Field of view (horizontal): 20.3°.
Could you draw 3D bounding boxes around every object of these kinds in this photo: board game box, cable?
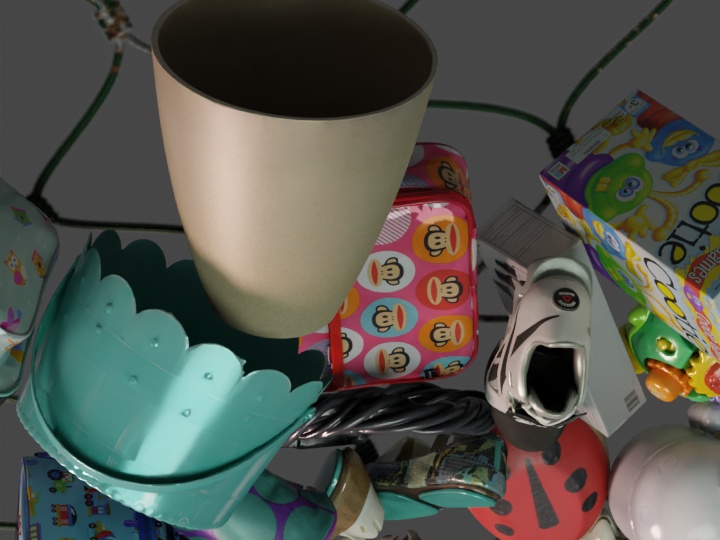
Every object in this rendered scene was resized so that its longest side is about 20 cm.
[{"bbox_3d":[0.238,-0.027,1.440,0.105,0.200,0.103,-40,133,-8],"label":"board game box"},{"bbox_3d":[0.013,0.110,1.583,0.198,0.051,0.163,-3,174,-3],"label":"cable"}]

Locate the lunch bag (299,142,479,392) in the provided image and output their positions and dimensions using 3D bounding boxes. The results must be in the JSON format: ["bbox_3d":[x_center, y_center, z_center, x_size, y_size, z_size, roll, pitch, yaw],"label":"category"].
[{"bbox_3d":[0.000,0.000,1.519,0.174,0.082,0.201,-6,134,-1],"label":"lunch bag"}]

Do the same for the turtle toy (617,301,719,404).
[{"bbox_3d":[0.304,0.056,1.616,0.198,0.102,0.146,9,130,-20],"label":"turtle toy"}]

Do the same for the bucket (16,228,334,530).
[{"bbox_3d":[-0.138,0.079,1.428,0.206,0.207,0.135,24,101,-30],"label":"bucket"}]

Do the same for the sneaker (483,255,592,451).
[{"bbox_3d":[0.133,0.088,1.501,0.073,0.089,0.201,2,139,-1],"label":"sneaker"}]

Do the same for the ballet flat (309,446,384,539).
[{"bbox_3d":[-0.024,0.209,1.683,0.072,0.068,0.200,25,141,-11],"label":"ballet flat"}]

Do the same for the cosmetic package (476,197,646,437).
[{"bbox_3d":[0.156,0.040,1.576,0.051,0.082,0.201,-40,134,-13],"label":"cosmetic package"}]

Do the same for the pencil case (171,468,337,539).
[{"bbox_3d":[-0.118,0.163,1.577,0.199,0.093,0.085,37,143,-7],"label":"pencil case"}]

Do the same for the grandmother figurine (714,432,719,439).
[{"bbox_3d":[0.366,0.195,1.689,0.060,0.201,0.122,-12,137,-15],"label":"grandmother figurine"}]

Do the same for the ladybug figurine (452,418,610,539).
[{"bbox_3d":[0.149,0.177,1.717,0.135,0.072,0.201,-20,133,8],"label":"ladybug figurine"}]

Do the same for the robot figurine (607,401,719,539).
[{"bbox_3d":[0.271,0.190,1.673,0.112,0.200,0.171,10,93,-4],"label":"robot figurine"}]

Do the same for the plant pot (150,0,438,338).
[{"bbox_3d":[-0.051,-0.061,1.348,0.185,0.188,0.201,-1,124,-11],"label":"plant pot"}]

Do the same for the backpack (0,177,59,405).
[{"bbox_3d":[-0.314,0.001,1.380,0.199,0.176,0.153,32,123,-17],"label":"backpack"}]

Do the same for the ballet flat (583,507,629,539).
[{"bbox_3d":[0.245,0.237,1.810,0.199,0.072,0.072,-21,134,8],"label":"ballet flat"}]

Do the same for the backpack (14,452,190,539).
[{"bbox_3d":[-0.180,0.240,1.626,0.198,0.183,0.135,5,130,-10],"label":"backpack"}]

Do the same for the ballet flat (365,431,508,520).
[{"bbox_3d":[0.057,0.169,1.681,0.074,0.075,0.199,27,156,-32],"label":"ballet flat"}]

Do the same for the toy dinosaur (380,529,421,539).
[{"bbox_3d":[-0.004,0.332,1.828,0.134,0.086,0.201,-3,139,-19],"label":"toy dinosaur"}]
